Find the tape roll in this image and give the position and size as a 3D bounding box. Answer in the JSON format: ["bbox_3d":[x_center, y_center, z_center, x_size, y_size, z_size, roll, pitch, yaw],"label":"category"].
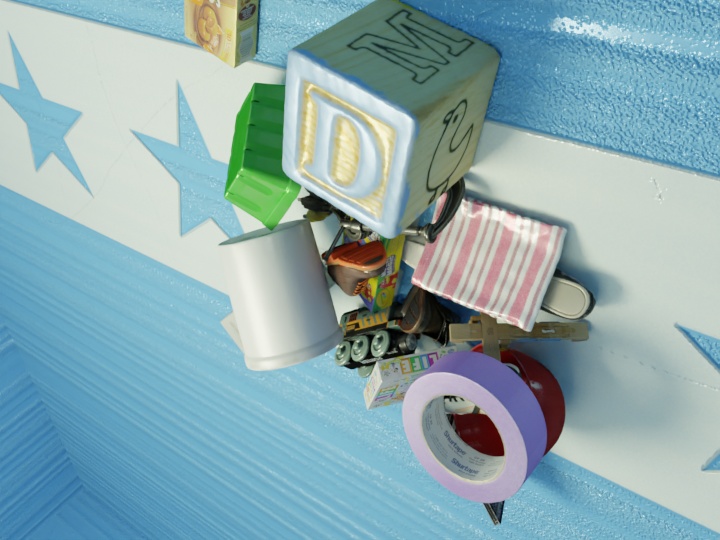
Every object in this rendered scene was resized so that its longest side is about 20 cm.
[{"bbox_3d":[0.155,0.218,1.067,0.197,0.065,0.204,20,124,32],"label":"tape roll"}]

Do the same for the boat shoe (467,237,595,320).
[{"bbox_3d":[0.237,0.014,1.079,0.198,0.057,0.068,29,100,30],"label":"boat shoe"}]

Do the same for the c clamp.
[{"bbox_3d":[0.054,-0.079,1.105,0.197,0.174,0.027,1,150,34],"label":"c clamp"}]

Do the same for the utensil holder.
[{"bbox_3d":[-0.129,0.035,1.237,0.168,0.168,0.204,-4,104,46],"label":"utensil holder"}]

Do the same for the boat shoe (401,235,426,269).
[{"bbox_3d":[0.124,-0.003,1.167,0.198,0.069,0.072,23,140,33],"label":"boat shoe"}]

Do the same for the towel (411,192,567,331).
[{"bbox_3d":[0.174,-0.017,1.070,0.197,0.030,0.149,22,98,32],"label":"towel"}]

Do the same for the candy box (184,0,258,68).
[{"bbox_3d":[-0.210,-0.425,1.156,0.115,0.055,0.202,34,140,19],"label":"candy box"}]

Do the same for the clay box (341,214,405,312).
[{"bbox_3d":[0.018,-0.044,1.231,0.115,0.047,0.202,52,150,35],"label":"clay box"}]

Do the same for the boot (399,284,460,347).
[{"bbox_3d":[0.116,0.072,1.176,0.096,0.200,0.076,29,99,-2],"label":"boot"}]

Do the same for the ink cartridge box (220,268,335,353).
[{"bbox_3d":[-0.159,0.062,1.450,0.084,0.144,0.199,51,142,-3],"label":"ink cartridge box"}]

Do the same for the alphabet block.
[{"bbox_3d":[0.034,-0.200,0.984,0.195,0.200,0.197,33,141,19],"label":"alphabet block"}]

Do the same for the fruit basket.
[{"bbox_3d":[-0.093,-0.175,1.180,0.216,0.215,0.155,48,143,0],"label":"fruit basket"}]

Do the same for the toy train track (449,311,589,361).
[{"bbox_3d":[0.224,0.091,1.094,0.195,0.117,0.033,-1,158,0],"label":"toy train track"}]

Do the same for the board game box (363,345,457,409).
[{"bbox_3d":[0.081,0.182,1.280,0.201,0.131,0.035,104,154,-67],"label":"board game box"}]

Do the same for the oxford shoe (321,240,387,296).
[{"bbox_3d":[0.000,0.000,1.172,0.074,0.070,0.200,70,165,-10],"label":"oxford shoe"}]

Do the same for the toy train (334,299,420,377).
[{"bbox_3d":[0.027,0.114,1.334,0.084,0.116,0.198,28,150,-30],"label":"toy train"}]

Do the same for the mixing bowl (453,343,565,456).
[{"bbox_3d":[0.240,0.211,1.171,0.199,0.106,0.205,-7,83,62],"label":"mixing bowl"}]

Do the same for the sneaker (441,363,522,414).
[{"bbox_3d":[0.161,0.182,1.129,0.199,0.079,0.075,-29,62,56],"label":"sneaker"}]

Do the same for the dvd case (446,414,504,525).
[{"bbox_3d":[0.198,0.301,1.295,0.016,0.149,0.203,-21,108,27],"label":"dvd case"}]

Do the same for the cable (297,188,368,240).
[{"bbox_3d":[-0.040,-0.111,1.233,0.198,0.050,0.099,23,112,47],"label":"cable"}]
